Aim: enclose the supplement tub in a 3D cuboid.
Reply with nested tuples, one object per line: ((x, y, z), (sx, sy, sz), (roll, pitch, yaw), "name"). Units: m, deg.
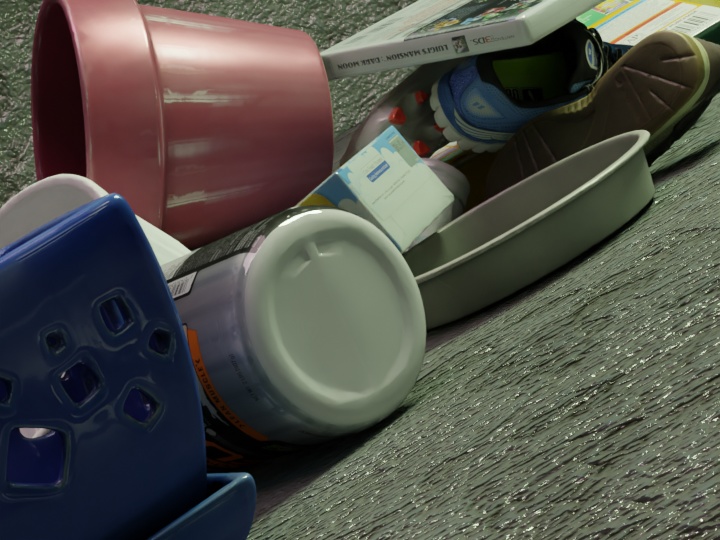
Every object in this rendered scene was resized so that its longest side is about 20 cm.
((-0.066, 0.045, 1.332), (0.122, 0.123, 0.200), (-34, 7, -37), "supplement tub")

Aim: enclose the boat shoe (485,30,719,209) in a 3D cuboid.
((0.165, -0.086, 1.600), (0.066, 0.072, 0.201), (1, -31, -44), "boat shoe")

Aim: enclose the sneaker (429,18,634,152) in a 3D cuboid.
((0.152, -0.125, 1.658), (0.199, 0.079, 0.089), (-7, -19, -26), "sneaker")

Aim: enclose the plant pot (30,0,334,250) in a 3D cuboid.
((-0.121, -0.097, 1.671), (0.178, 0.201, 0.200), (-5, -1, -18), "plant pot")

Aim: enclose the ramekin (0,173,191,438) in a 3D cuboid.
((-0.179, 0.050, 1.518), (0.200, 0.098, 0.201), (-27, 49, 37), "ramekin")

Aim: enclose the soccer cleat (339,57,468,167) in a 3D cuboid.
((0.061, -0.123, 1.722), (0.200, 0.069, 0.077), (-36, 7, -38), "soccer cleat")

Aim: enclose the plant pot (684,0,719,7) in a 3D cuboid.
((0.205, -0.213, 2.034), (0.199, 0.142, 0.200), (-29, 7, 4), "plant pot")

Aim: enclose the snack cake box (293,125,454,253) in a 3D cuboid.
((-0.043, 0.004, 1.569), (0.200, 0.067, 0.115), (-41, 2, 26), "snack cake box")

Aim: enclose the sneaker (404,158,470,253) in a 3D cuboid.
((0.000, 0.000, 1.677), (0.200, 0.075, 0.089), (-40, 34, 52), "sneaker")

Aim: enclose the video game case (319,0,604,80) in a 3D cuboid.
((0.096, -0.182, 1.682), (0.181, 0.023, 0.200), (-7, 18, 41), "video game case")

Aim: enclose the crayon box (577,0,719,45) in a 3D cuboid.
((0.190, -0.160, 1.860), (0.125, 0.052, 0.200), (-32, 25, -17), "crayon box")

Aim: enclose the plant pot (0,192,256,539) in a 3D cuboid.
((-0.174, 0.095, 1.165), (0.200, 0.180, 0.200), (-32, 8, -22), "plant pot")

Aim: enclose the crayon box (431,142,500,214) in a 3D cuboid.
((0.074, -0.063, 1.799), (0.125, 0.052, 0.200), (-30, 6, -3), "crayon box")

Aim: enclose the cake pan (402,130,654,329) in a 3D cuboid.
((0.097, -0.022, 1.500), (0.200, 0.037, 0.200), (-30, 6, 3), "cake pan")
